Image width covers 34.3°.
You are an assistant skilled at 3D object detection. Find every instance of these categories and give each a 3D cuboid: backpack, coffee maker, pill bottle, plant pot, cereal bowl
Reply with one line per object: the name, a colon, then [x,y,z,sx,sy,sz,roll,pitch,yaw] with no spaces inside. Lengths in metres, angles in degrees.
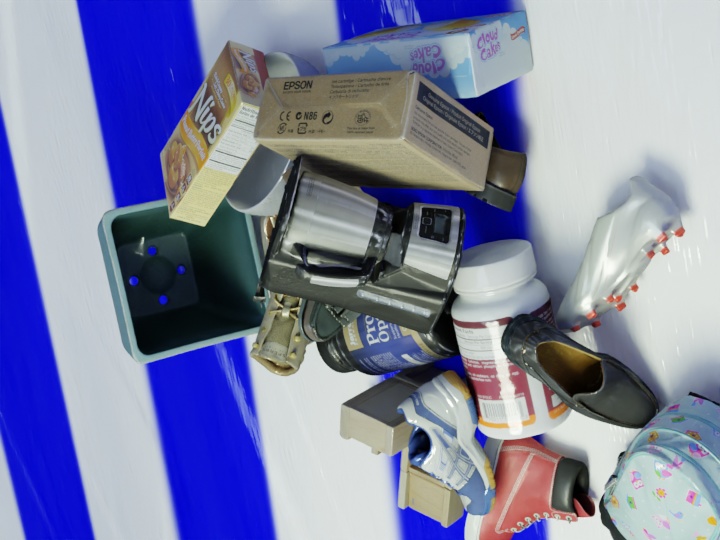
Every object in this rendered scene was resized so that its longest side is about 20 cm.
backpack: [0.337,0.229,1.210,0.166,0.127,0.201,31,140,20]
coffee maker: [0.000,-0.017,1.270,0.198,0.136,0.192,16,162,-6]
pill bottle: [0.040,0.066,1.419,0.199,0.111,0.113,-20,96,44]
plant pot: [-0.254,0.003,1.589,0.200,0.194,0.199,-2,101,68]
pill bottle: [0.165,0.075,1.312,0.113,0.114,0.203,-1,108,41]
cereal bowl: [-0.091,-0.160,1.424,0.199,0.083,0.203,-27,57,51]

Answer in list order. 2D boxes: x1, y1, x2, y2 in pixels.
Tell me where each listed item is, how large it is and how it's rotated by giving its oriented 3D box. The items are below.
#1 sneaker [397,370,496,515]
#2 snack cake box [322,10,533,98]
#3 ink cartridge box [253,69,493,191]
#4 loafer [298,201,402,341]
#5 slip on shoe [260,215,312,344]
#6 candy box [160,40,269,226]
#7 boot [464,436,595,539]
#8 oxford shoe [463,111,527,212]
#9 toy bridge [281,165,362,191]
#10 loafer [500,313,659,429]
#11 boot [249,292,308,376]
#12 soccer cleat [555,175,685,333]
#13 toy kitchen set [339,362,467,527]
sneaker: [0.096,0.209,1.343,0.075,0.087,0.202,45,157,60]
snack cake box: [0.071,-0.227,1.256,0.198,0.115,0.068,3,111,40]
ink cartridge box: [0.015,-0.144,1.224,0.198,0.164,0.076,4,79,36]
loafer: [0.000,0.000,1.369,0.062,0.201,0.072,10,147,44]
slip on shoe: [-0.092,0.001,1.546,0.061,0.075,0.202,-122,16,-66]
candy box: [-0.177,-0.166,1.431,0.200,0.055,0.116,-52,40,35]
boot: [0.208,0.300,1.411,0.143,0.072,0.202,24,120,30]
oxford shoe: [0.107,-0.144,1.308,0.199,0.072,0.085,31,103,30]
toy bridge: [-0.027,-0.078,1.394,0.027,0.067,0.200,50,179,33]
loafer: [0.240,0.118,1.238,0.198,0.072,0.073,27,94,-15]
boot: [-0.083,0.033,1.401,0.072,0.157,0.200,18,158,6]
soccer cleat: [0.262,-0.012,1.227,0.078,0.069,0.201,57,136,26]
toy kitchen set: [0.026,0.222,1.454,0.162,0.180,0.203,19,117,35]
